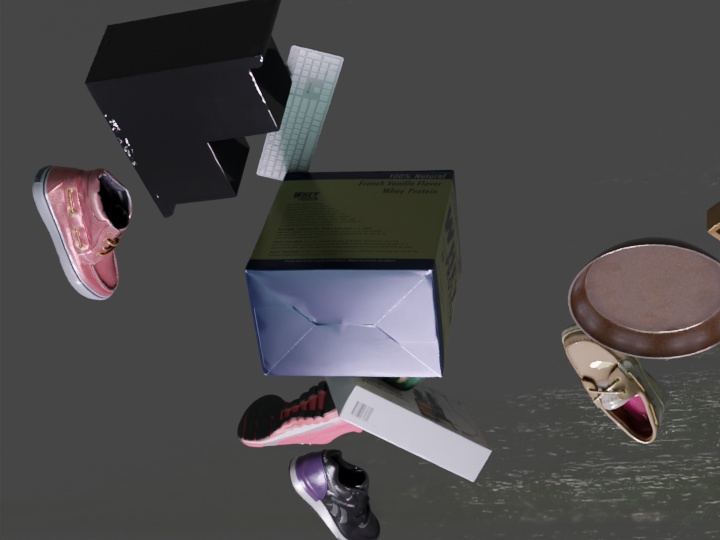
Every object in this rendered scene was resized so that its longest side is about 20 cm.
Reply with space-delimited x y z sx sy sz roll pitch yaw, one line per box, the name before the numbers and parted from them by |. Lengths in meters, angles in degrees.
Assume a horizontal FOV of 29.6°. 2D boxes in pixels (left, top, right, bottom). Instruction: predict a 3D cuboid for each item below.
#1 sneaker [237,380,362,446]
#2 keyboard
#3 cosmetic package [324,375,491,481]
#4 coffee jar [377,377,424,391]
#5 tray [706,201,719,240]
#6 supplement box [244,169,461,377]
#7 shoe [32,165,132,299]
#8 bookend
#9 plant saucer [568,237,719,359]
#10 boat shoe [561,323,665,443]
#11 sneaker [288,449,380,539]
sneaker | -0.080 0.215 1.857 0.198 0.075 0.087 -17 134 30
keyboard | -0.067 -0.164 1.463 0.055 0.011 0.201 17 140 -4
cosmetic package | 0.056 0.176 1.719 0.198 0.151 0.052 27 99 -17
coffee jar | -0.002 0.065 1.651 0.198 0.086 0.104 27 143 -15
tray | 0.462 -0.079 1.402 0.098 0.037 0.200 29 138 -19
supplement box | 0.000 0.000 1.461 0.197 0.201 0.136 0 123 11
shoe | -0.311 -0.041 1.622 0.090 0.072 0.202 2 135 21
bookend | -0.149 -0.166 1.418 0.197 0.093 0.200 -6 137 20
plant saucer | 0.338 0.027 1.559 0.197 0.035 0.202 7 139 7
boat shoe | 0.314 0.141 1.668 0.073 0.070 0.200 -24 128 35
sneaker | -0.015 0.333 1.980 0.087 0.076 0.200 -22 129 27
